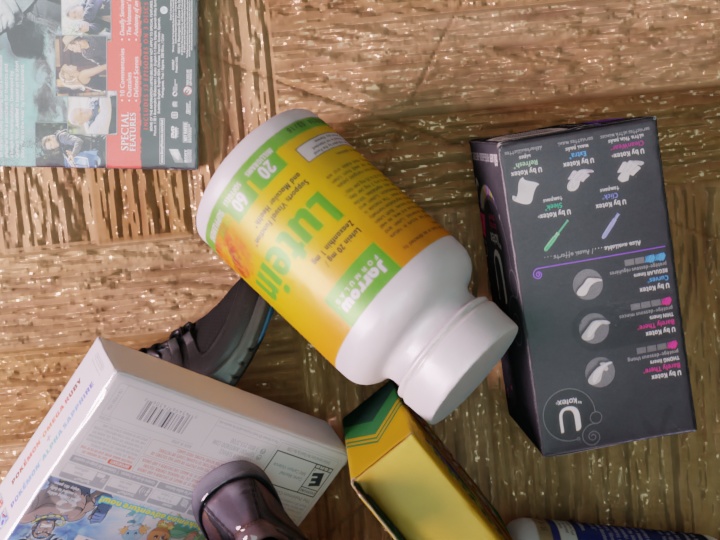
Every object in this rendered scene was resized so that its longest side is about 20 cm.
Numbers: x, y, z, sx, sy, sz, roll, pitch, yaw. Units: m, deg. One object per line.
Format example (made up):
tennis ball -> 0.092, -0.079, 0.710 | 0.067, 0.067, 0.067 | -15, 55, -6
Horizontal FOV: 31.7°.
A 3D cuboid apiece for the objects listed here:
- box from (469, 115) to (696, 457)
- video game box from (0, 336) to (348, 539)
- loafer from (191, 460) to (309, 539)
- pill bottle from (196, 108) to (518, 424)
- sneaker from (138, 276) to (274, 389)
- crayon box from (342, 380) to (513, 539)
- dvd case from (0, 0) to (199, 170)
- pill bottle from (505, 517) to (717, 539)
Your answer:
box -> 0.143, 0.006, 0.837 | 0.105, 0.122, 0.202 | -10, 96, -2
video game box -> -0.131, 0.153, 0.817 | 0.199, 0.047, 0.183 | 27, 102, -40
loafer -> -0.049, 0.205, 0.830 | 0.072, 0.063, 0.201 | -34, 133, -7
pill bottle -> 0.000, 0.000, 0.805 | 0.200, 0.111, 0.111 | 42, 93, 15
sneaker -> -0.134, 0.075, 0.856 | 0.082, 0.073, 0.201 | 39, 92, -3
crayon box -> 0.047, 0.150, 0.808 | 0.051, 0.200, 0.127 | -38, 97, 2
dvd case -> -0.208, -0.142, 0.855 | 0.197, 0.022, 0.148 | 0, 96, -4
pill bottle -> 0.195, 0.235, 0.868 | 0.197, 0.116, 0.117 | 5, 96, -4
